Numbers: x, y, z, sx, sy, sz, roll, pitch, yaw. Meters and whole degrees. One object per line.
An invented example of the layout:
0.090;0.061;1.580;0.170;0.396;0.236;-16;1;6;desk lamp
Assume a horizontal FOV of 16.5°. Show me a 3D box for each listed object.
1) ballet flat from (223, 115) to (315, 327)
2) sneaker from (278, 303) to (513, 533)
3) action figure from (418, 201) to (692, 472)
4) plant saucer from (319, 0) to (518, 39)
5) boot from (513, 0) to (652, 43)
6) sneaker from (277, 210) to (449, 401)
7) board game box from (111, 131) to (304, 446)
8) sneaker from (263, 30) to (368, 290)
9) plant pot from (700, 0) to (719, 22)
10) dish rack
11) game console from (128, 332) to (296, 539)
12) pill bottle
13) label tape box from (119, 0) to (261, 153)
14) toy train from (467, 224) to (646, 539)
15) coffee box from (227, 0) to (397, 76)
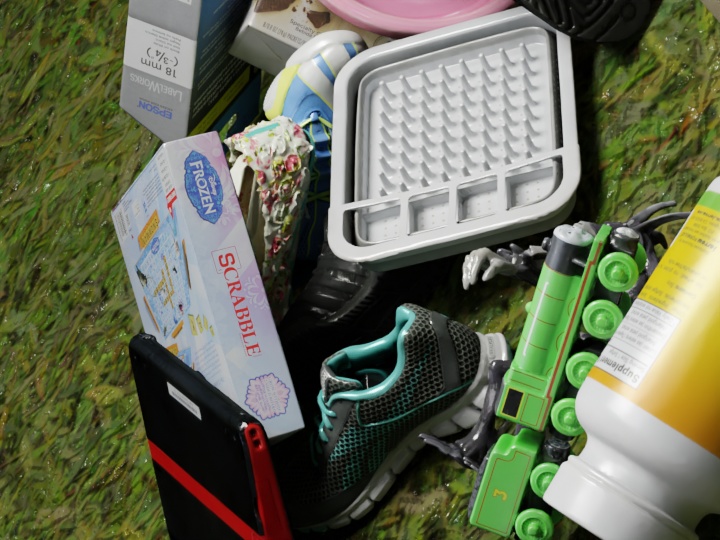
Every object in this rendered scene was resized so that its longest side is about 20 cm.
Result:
-0.079;-0.012;1.716;0.076;0.064;0.200;31;119;52;ballet flat
0.000;0.088;1.573;0.200;0.091;0.078;-42;33;23;sneaker
0.116;0.034;1.451;0.200;0.102;0.119;-60;29;2;action figure
0.038;-0.249;1.763;0.051;0.200;0.201;106;-177;-69;plant saucer
0.089;-0.227;1.660;0.079;0.211;0.158;-56;12;-3;boot
-0.002;-0.002;1.692;0.200;0.060;0.104;-41;36;15;sneaker
-0.105;0.029;1.643;0.200;0.041;0.200;145;110;-71;board game box
-0.028;-0.069;1.754;0.105;0.076;0.200;56;136;35;sneaker
0.222;-0.259;1.471;0.187;0.200;0.187;-34;38;32;plant pot
0.066;-0.082;1.638;0.172;0.044;0.200;-15;46;17;dish rack
-0.088;0.144;1.594;0.031;0.177;0.200;-18;23;-22;game console
0.184;0.060;1.318;0.200;0.111;0.111;-57;31;-1;pill bottle
-0.122;-0.174;1.861;0.144;0.063;0.200;-55;-20;-49;label tape box
0.107;0.063;1.379;0.042;0.056;0.200;-46;-26;-67;toy train
-0.004;-0.233;1.831;0.200;0.113;0.080;-68;9;-16;coffee box
